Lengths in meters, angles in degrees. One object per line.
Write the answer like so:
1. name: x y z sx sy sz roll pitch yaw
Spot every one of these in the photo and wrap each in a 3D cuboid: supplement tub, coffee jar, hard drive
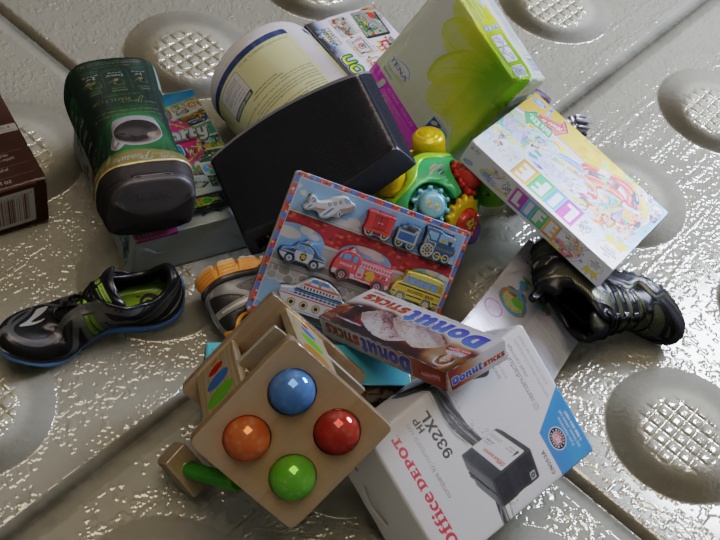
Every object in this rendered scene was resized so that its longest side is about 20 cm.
1. supplement tub: -0.065 -0.173 1.406 0.145 0.145 0.200 -24 59 -28
2. coffee jar: -0.242 -0.129 1.291 0.104 0.085 0.200 -9 53 -21
3. hard drive: -0.056 -0.117 1.286 0.199 0.042 0.135 -28 69 9

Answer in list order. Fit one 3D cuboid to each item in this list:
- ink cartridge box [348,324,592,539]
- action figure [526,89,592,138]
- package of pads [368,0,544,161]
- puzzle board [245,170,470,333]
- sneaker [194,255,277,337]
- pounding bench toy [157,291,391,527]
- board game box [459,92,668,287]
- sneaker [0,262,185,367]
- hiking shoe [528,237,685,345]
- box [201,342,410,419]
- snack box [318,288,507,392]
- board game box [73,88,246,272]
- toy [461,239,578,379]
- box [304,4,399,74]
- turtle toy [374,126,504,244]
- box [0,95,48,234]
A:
1. ink cartridge box: 0.097 0.165 1.153 0.200 0.084 0.145 -33 96 -27
2. action figure: 0.215 -0.147 1.461 0.069 0.130 0.200 31 25 -32
3. package of pads: 0.099 -0.219 1.407 0.068 0.200 0.155 -15 69 -45
4. puzzle board: 0.000 0.000 1.258 0.199 0.151 0.017 19 7 -17
5. sneaker: -0.072 0.022 1.298 0.199 0.078 0.078 -12 68 -17
6. pounding bench toy: -0.093 0.149 1.087 0.124 0.200 0.156 43 5 -18
7. board game box: 0.220 -0.090 1.321 0.200 0.034 0.134 43 49 9
8. sneaker: -0.271 0.036 1.232 0.199 0.083 0.071 -18 56 -24
9. hiking shoe: 0.261 0.047 1.325 0.199 0.076 0.101 27 55 -14
10. box: -0.056 0.115 1.212 0.199 0.082 0.049 2 52 -10
11. snack box: 0.046 0.063 1.165 0.072 0.024 0.200 -26 27 -29
12. board game box: -0.220 -0.102 1.371 0.147 0.064 0.200 -16 55 -24
13. toy: 0.173 0.060 1.318 0.115 0.047 0.200 48 44 -2
14. box: 0.023 -0.255 1.565 0.110 0.035 0.200 -22 58 -27
15. turtle toy: 0.093 -0.076 1.350 0.101 0.146 0.200 25 48 31
16. box: -0.424 -0.132 1.347 0.100 0.075 0.200 -20 56 -25
